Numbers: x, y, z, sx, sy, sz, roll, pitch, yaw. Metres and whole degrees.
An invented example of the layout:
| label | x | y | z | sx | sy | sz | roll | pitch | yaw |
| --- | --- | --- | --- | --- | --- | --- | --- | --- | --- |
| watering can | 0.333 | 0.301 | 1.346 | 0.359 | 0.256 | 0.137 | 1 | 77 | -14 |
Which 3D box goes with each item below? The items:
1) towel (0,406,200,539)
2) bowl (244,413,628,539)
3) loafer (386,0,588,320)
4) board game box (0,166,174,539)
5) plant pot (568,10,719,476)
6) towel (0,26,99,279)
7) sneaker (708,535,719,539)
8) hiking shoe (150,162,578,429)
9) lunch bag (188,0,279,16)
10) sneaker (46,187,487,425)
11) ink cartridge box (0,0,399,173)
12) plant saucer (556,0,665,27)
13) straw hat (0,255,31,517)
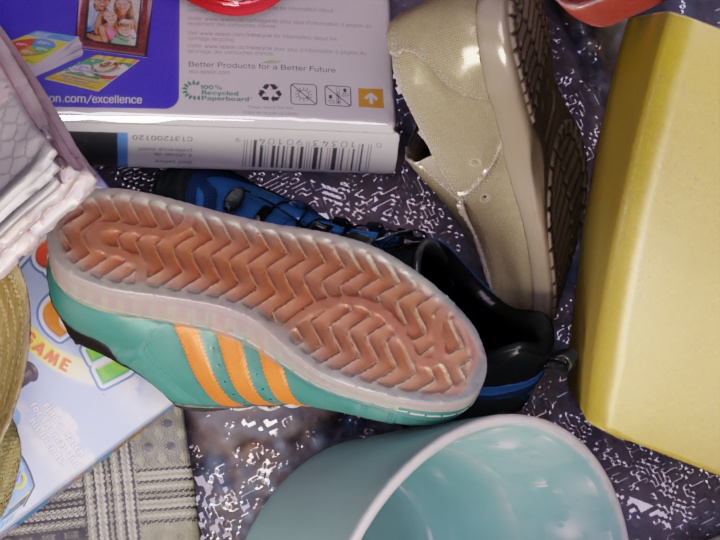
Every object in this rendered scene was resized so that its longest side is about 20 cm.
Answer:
| label | x | y | z | sx | sy | sz | roll | pitch | yaw |
| --- | --- | --- | --- | --- | --- | --- | --- | --- | --- |
| towel | -0.169 | 0.123 | 1.235 | 0.191 | 0.035 | 0.202 | -5 | 82 | -7 |
| bowl | 0.016 | 0.153 | 1.179 | 0.200 | 0.105 | 0.203 | -12 | 107 | -43 |
| loafer | 0.057 | -0.055 | 1.205 | 0.068 | 0.201 | 0.076 | 5 | 47 | 19 |
| board game box | -0.180 | 0.040 | 1.210 | 0.200 | 0.037 | 0.152 | -37 | 85 | -12 |
| plant pot | 0.189 | 0.004 | 1.194 | 0.199 | 0.200 | 0.178 | 21 | 94 | -1 |
| towel | -0.220 | -0.027 | 1.145 | 0.200 | 0.032 | 0.191 | -43 | 43 | 4 |
| sneaker | 0.151 | 0.187 | 1.185 | 0.200 | 0.084 | 0.075 | -36 | 122 | -34 |
| hiking shoe | 0.000 | 0.000 | 1.212 | 0.199 | 0.087 | 0.075 | 31 | 45 | -6 |
| lunch bag | -0.051 | -0.219 | 1.217 | 0.175 | 0.082 | 0.201 | 26 | 65 | 14 |
| sneaker | -0.041 | 0.027 | 1.161 | 0.199 | 0.080 | 0.072 | 19 | 56 | 10 |
| ink cartridge box | -0.083 | -0.135 | 1.241 | 0.196 | 0.044 | 0.201 | 1 | 55 | -4 |
| plant saucer | 0.136 | -0.191 | 1.226 | 0.199 | 0.037 | 0.200 | -24 | 42 | -13 |
| straw hat | -0.189 | 0.074 | 1.133 | 0.200 | 0.085 | 0.202 | -20 | 50 | 25 |
